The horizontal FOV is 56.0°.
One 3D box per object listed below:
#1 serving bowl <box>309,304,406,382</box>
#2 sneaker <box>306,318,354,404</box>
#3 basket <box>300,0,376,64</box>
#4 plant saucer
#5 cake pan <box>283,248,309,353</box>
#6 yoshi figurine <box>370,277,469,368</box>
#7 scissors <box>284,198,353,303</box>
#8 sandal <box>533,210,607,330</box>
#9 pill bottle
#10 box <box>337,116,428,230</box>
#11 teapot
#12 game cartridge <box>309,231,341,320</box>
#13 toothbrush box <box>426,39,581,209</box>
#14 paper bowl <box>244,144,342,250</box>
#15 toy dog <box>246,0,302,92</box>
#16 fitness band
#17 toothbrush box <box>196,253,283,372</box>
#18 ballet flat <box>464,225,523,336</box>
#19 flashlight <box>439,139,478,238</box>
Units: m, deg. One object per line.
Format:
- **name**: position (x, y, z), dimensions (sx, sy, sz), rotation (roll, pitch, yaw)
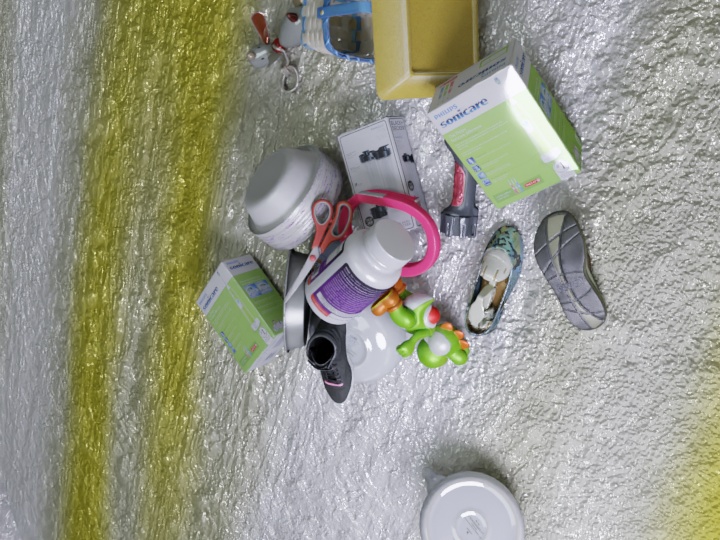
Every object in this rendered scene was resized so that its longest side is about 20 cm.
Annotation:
- **serving bowl**: position (-0.015, 0.134, 1.302), dimensions (0.199, 0.066, 0.201), rotation (8, 114, 18)
- **sneaker**: position (-0.060, 0.176, 1.242), dimensions (0.070, 0.099, 0.201), rotation (5, 115, 18)
- **basket**: position (0.003, -0.414, 1.112), dimensions (0.199, 0.176, 0.140), rotation (19, 109, 42)
- **plant saucer**: position (0.112, -0.367, 1.030), dimensions (0.048, 0.199, 0.201), rotation (14, 111, 56)
- **cake pan**: position (-0.118, 0.056, 1.280), dimensions (0.036, 0.200, 0.201), rotation (3, 106, -1)
- **yoshi figurine**: position (0.101, 0.109, 1.211), dimensions (0.200, 0.113, 0.112), rotation (41, 170, -11)
- **scissors**: position (-0.071, -0.030, 1.176), dimensions (0.073, 0.014, 0.201), rotation (18, 90, -4)
- **sandal**: position (0.330, -0.001, 1.068), dimensions (0.079, 0.057, 0.202), rotation (-14, 109, 31)
- **pill bottle**: position (0.000, 0.000, 1.153), dimensions (0.200, 0.111, 0.112), rotation (-42, 77, 41)
- **box**: position (0.043, -0.164, 1.218), dimensions (0.116, 0.060, 0.201), rotation (-14, 94, 37)
- **teapot**: position (0.203, 0.461, 1.221), dimensions (0.196, 0.146, 0.201), rotation (0, 73, 9)
- **game cartridge**: position (-0.052, 0.035, 1.352), dimensions (0.133, 0.041, 0.201), rotation (32, 118, 29)
- **toothbrush box**: position (0.218, -0.212, 1.013), dimensions (0.145, 0.086, 0.200), rotation (-25, 121, 35)
- **paper bowl**: position (-0.137, -0.146, 1.258), dimensions (0.200, 0.104, 0.201), rotation (-32, 40, 31)
- **toy dog**: position (-0.147, -0.435, 1.259), dimensions (0.132, 0.096, 0.200), rotation (52, 125, 13)
- **fitness band**: position (0.048, -0.066, 1.182), dimensions (0.199, 0.037, 0.144), rotation (15, 121, 29)
- **toothbrush box**: position (-0.243, 0.091, 1.453), dimensions (0.200, 0.086, 0.146), rotation (50, 128, 14)
- **ballet flat**: position (0.221, 0.025, 1.138), dimensions (0.074, 0.074, 0.201), rotation (21, 113, 29)
- **flashlight**: position (0.164, -0.157, 1.135), dimensions (0.068, 0.068, 0.201), rotation (32, 123, 54)
